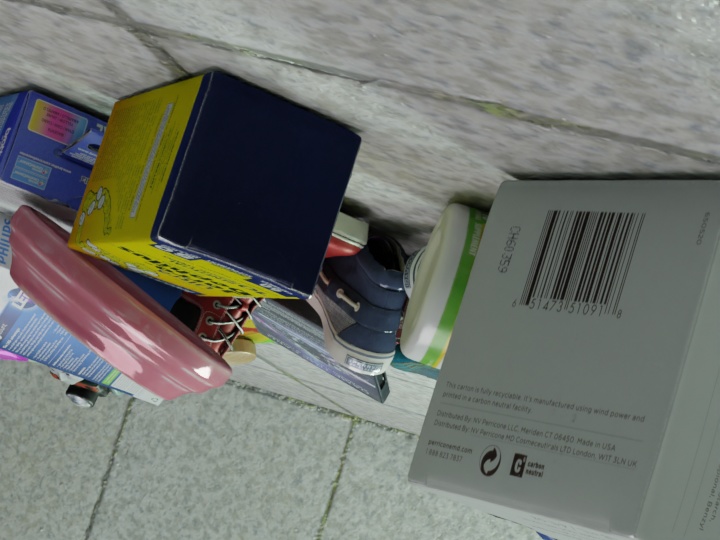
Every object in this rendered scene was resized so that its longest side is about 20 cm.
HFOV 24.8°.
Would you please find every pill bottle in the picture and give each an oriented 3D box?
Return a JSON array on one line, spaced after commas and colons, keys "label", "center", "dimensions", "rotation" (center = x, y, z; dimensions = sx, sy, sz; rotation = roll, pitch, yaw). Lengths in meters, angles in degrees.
[{"label": "pill bottle", "center": [0.137, 0.035, 1.117], "dimensions": [0.199, 0.112, 0.111], "rotation": [18, 171, -4]}]

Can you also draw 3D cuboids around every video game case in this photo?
[{"label": "video game case", "center": [-0.043, 0.058, 1.458], "dimensions": [0.143, 0.019, 0.200], "rotation": [29, 169, 12]}]

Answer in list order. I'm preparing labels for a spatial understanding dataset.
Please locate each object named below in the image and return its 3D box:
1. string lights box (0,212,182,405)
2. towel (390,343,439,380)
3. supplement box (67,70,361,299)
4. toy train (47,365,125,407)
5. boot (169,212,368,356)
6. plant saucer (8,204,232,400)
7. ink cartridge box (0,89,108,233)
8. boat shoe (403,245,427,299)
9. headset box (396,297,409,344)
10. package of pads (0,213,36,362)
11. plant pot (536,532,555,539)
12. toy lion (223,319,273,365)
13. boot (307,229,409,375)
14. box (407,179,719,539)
[{"label": "string lights box", "center": [-0.236, 0.036, 1.384], "dimensions": [0.199, 0.059, 0.103], "rotation": [23, 134, -23]}, {"label": "towel", "center": [0.133, 0.097, 1.288], "dimensions": [0.200, 0.022, 0.146], "rotation": [10, 169, 45]}, {"label": "supplement box", "center": [-0.101, -0.049, 1.066], "dimensions": [0.109, 0.110, 0.200], "rotation": [22, 171, -24]}, {"label": "toy train", "center": [-0.249, 0.035, 1.636], "dimensions": [0.085, 0.201, 0.114], "rotation": [16, 157, 23]}, {"label": "boot", "center": [-0.078, 0.013, 1.293], "dimensions": [0.072, 0.145, 0.200], "rotation": [26, 167, -35]}, {"label": "plant saucer", "center": [-0.186, 0.031, 1.216], "dimensions": [0.200, 0.051, 0.201], "rotation": [39, 176, 3]}, {"label": "ink cartridge box", "center": [-0.227, -0.076, 1.256], "dimensions": [0.136, 0.077, 0.200], "rotation": [22, 172, -29]}, {"label": "boat shoe", "center": [0.133, 0.034, 1.248], "dimensions": [0.200, 0.071, 0.091], "rotation": [22, 168, -30]}, {"label": "headset box", "center": [0.092, 0.048, 1.394], "dimensions": [0.148, 0.078, 0.200], "rotation": [22, 169, -24]}, {"label": "package of pads", "center": [-0.249, 0.018, 1.461], "dimensions": [0.199, 0.068, 0.155], "rotation": [4, 139, -3]}, {"label": "plant pot", "center": [0.244, 0.169, 1.475], "dimensions": [0.180, 0.201, 0.200], "rotation": [31, 165, -35]}, {"label": "toy lion", "center": [-0.065, 0.040, 1.622], "dimensions": [0.199, 0.069, 0.192], "rotation": [2, 161, -17]}, {"label": "boot", "center": [0.000, 0.000, 1.337], "dimensions": [0.072, 0.091, 0.200], "rotation": [13, -158, -21]}, {"label": "box", "center": [0.157, 0.061, 0.940], "dimensions": [0.130, 0.201, 0.199], "rotation": [24, 169, -33]}]
